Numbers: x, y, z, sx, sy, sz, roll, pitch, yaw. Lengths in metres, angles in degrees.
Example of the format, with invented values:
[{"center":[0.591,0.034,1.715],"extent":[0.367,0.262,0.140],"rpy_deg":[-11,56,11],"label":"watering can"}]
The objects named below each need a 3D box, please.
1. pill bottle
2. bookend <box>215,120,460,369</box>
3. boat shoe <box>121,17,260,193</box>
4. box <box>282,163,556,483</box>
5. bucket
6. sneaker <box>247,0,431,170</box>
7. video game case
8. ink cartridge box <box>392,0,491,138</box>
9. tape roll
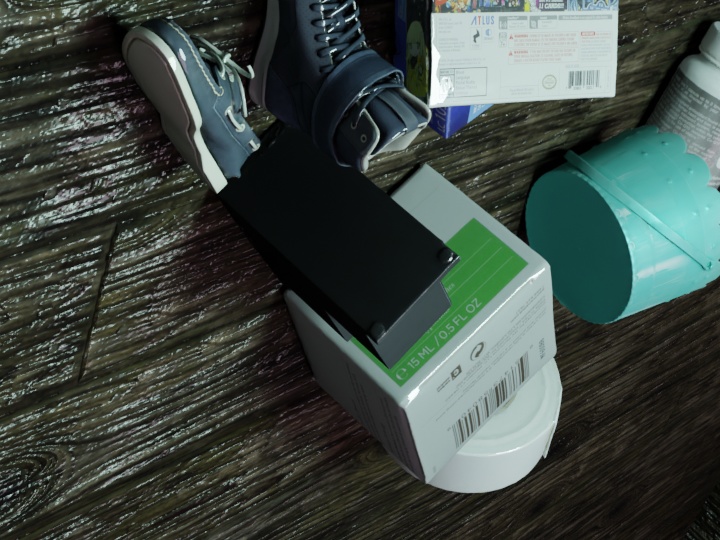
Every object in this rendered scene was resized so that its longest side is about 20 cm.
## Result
[{"center":[0.402,-0.179,1.701],"extent":[0.113,0.114,0.201],"rpy_deg":[-11,135,-52],"label":"pill bottle"},{"center":[0.000,0.000,1.210],"extent":[0.092,0.200,0.199],"rpy_deg":[-45,153,-7],"label":"bookend"},{"center":[-0.109,-0.122,1.019],"extent":[0.062,0.075,0.200],"rpy_deg":[-42,154,-10],"label":"boat shoe"},{"center":[0.063,0.053,1.409],"extent":[0.199,0.171,0.201],"rpy_deg":[-42,152,-14],"label":"box"},{"center":[0.286,-0.048,1.602],"extent":[0.134,0.207,0.209],"rpy_deg":[-23,145,-28],"label":"bucket"},{"center":[-0.006,-0.168,1.044],"extent":[0.076,0.146,0.204],"rpy_deg":[-27,145,-34],"label":"sneaker"},{"center":[0.121,-0.223,1.144],"extent":[0.198,0.036,0.184],"rpy_deg":[-8,103,-34],"label":"video game case"},{"center":[0.099,-0.208,1.234],"extent":[0.199,0.076,0.137],"rpy_deg":[-36,151,-23],"label":"ink cartridge box"},{"center":[0.114,0.135,1.564],"extent":[0.201,0.202,0.071],"rpy_deg":[-32,149,-31],"label":"tape roll"}]
